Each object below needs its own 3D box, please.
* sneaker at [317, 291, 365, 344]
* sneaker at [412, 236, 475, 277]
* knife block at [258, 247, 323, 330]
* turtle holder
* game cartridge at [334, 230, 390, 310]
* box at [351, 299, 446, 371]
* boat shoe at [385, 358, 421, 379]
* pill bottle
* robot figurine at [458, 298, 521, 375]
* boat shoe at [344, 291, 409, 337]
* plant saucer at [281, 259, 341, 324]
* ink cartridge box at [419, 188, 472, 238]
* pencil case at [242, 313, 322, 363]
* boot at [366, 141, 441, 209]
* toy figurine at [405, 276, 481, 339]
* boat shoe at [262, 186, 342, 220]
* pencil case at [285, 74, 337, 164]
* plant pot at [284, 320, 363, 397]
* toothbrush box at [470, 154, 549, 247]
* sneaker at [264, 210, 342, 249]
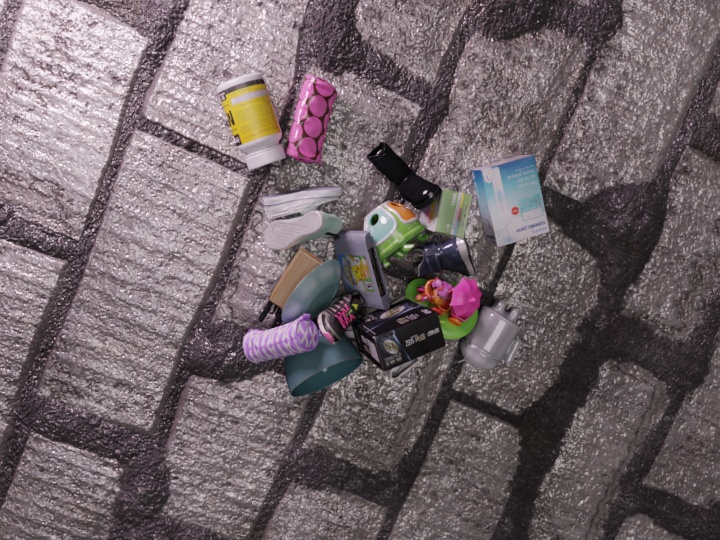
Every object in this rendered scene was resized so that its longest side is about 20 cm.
[{"bbox_3d":[-0.039,0.103,1.510,0.087,0.200,0.074,-31,100,22],"label":"sneaker"},{"bbox_3d":[0.209,-0.022,1.590,0.144,0.202,0.078,-18,66,12],"label":"sneaker"},{"bbox_3d":[-0.177,0.057,1.534,0.064,0.200,0.177,31,65,-9],"label":"knife block"},{"bbox_3d":[0.068,-0.088,1.573,0.140,0.185,0.132,-34,87,-35],"label":"turtle holder"},{"bbox_3d":[0.000,0.000,1.567,0.040,0.133,0.202,-27,110,-33],"label":"game cartridge"},{"bbox_3d":[0.085,0.148,1.502,0.162,0.200,0.087,-19,102,-13],"label":"box"},{"bbox_3d":[0.141,0.207,1.651,0.071,0.069,0.201,36,92,-10],"label":"boat shoe"},{"bbox_3d":[-0.250,-0.347,1.484,0.113,0.114,0.202,-19,101,-4],"label":"pill bottle"},{"bbox_3d":[0.336,0.173,1.650,0.169,0.113,0.201,33,94,5],"label":"robot figurine"},{"bbox_3d":[0.043,0.112,1.624,0.198,0.072,0.067,-20,97,-5],"label":"boat shoe"},{"bbox_3d":[-0.106,0.064,1.533,0.039,0.201,0.202,40,92,18],"label":"plant saucer"},{"bbox_3d":[0.202,-0.143,1.535,0.058,0.200,0.105,10,98,-12],"label":"ink cartridge box"},{"bbox_3d":[-0.190,0.163,1.490,0.198,0.084,0.087,-18,79,34],"label":"pencil case"},{"bbox_3d":[0.100,-0.232,1.514,0.073,0.198,0.163,-44,108,-2],"label":"boot"},{"bbox_3d":[0.215,0.062,1.536,0.198,0.184,0.151,30,72,4],"label":"toy figurine"},{"bbox_3d":[-0.139,-0.165,1.558,0.197,0.074,0.066,-8,105,4],"label":"boat shoe"},{"bbox_3d":[-0.113,-0.359,1.516,0.092,0.091,0.203,14,95,-1],"label":"pencil case"},{"bbox_3d":[-0.109,0.207,1.574,0.198,0.200,0.136,-27,70,-3],"label":"plant pot"},{"bbox_3d":[0.381,-0.178,1.613,0.144,0.085,0.203,-15,102,-5],"label":"toothbrush box"},{"bbox_3d":[-0.137,-0.092,1.558,0.198,0.118,0.075,-14,80,33],"label":"sneaker"}]
